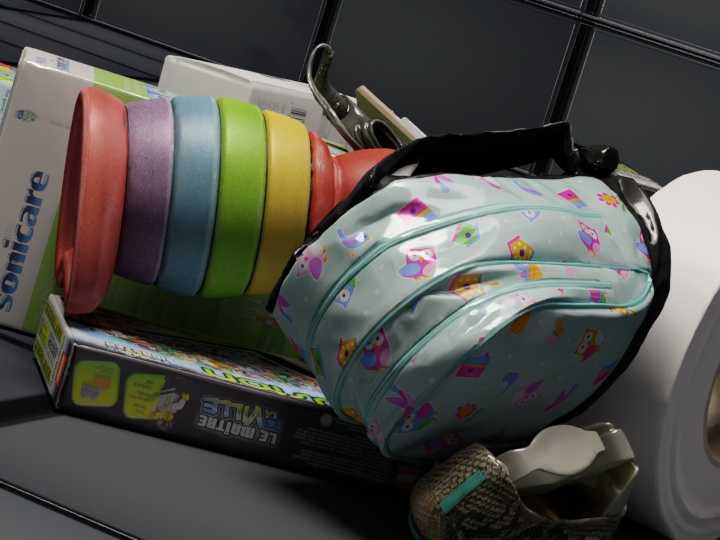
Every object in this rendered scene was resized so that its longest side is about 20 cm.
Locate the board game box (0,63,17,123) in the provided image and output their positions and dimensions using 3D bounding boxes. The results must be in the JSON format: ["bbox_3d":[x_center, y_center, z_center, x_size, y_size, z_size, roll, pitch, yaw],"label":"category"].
[{"bbox_3d":[-0.220,-0.073,1.556,0.199,0.106,0.103,21,8,16],"label":"board game box"}]

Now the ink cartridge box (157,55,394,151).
[{"bbox_3d":[-0.073,-0.067,1.690,0.085,0.148,0.200,20,7,29],"label":"ink cartridge box"}]

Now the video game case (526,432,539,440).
[{"bbox_3d":[0.115,0.035,1.332,0.200,0.142,0.019,35,30,-57],"label":"video game case"}]

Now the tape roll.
[{"bbox_3d":[0.193,0.048,1.292,0.070,0.204,0.202,23,10,34],"label":"tape roll"}]

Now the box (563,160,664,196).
[{"bbox_3d":[0.172,-0.001,1.739,0.044,0.162,0.200,15,7,-7],"label":"box"}]

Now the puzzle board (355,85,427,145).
[{"bbox_3d":[0.068,-0.012,1.452,0.200,0.017,0.151,44,-23,33],"label":"puzzle board"}]

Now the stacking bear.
[{"bbox_3d":[-0.055,-0.032,1.221,0.198,0.115,0.121,6,9,-12],"label":"stacking bear"}]

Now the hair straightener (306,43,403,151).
[{"bbox_3d":[0.037,-0.047,1.310,0.200,0.041,0.077,52,1,-14],"label":"hair straightener"}]

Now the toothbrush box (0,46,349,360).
[{"bbox_3d":[-0.117,-0.026,1.313,0.198,0.147,0.086,16,8,-11],"label":"toothbrush box"}]

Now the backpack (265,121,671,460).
[{"bbox_3d":[0.056,0.017,1.137,0.199,0.167,0.127,3,38,-51],"label":"backpack"}]

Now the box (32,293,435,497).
[{"bbox_3d":[-0.066,0.065,1.203,0.198,0.035,0.110,16,8,-17],"label":"box"}]

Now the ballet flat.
[{"bbox_3d":[0.095,0.105,1.131,0.068,0.075,0.200,53,21,20],"label":"ballet flat"}]
